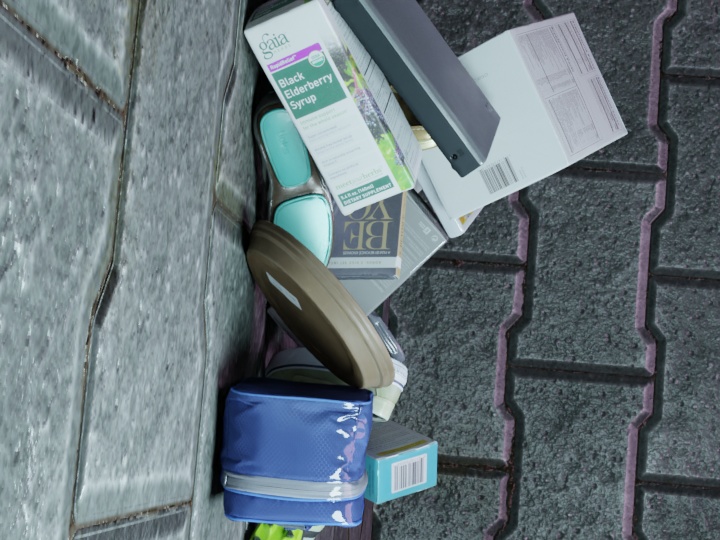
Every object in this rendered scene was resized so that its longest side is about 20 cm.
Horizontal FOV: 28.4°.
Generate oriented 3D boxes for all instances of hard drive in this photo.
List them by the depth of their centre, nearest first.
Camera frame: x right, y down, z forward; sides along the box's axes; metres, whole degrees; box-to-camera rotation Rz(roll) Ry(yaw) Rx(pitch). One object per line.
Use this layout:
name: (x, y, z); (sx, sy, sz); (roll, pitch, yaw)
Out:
hard drive: (0.055, -0.194, 1.329); (0.200, 0.033, 0.140); (52, 24, -12)

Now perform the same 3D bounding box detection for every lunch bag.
lunch bag: (-0.059, 0.175, 1.326); (0.200, 0.135, 0.134); (19, 77, -87)

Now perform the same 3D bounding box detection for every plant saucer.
plant saucer: (-0.043, 0.038, 1.342); (0.029, 0.200, 0.200); (-39, 159, -14)

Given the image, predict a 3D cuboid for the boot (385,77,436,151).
boot: (0.000, -0.205, 1.391); (0.073, 0.199, 0.157); (-38, 137, -47)

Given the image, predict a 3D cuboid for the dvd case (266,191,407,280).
dvd case: (-0.023, -0.088, 1.452); (0.016, 0.147, 0.202); (41, 52, -64)

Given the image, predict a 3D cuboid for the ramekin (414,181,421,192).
ramekin: (0.020, -0.179, 1.694); (0.094, 0.202, 0.204); (31, 52, -35)

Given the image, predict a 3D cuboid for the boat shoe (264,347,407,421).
boat shoe: (-0.036, 0.121, 1.468); (0.072, 0.199, 0.062); (35, 64, -33)

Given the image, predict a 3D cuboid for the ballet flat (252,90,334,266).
ballet flat: (-0.064, -0.085, 1.393); (0.069, 0.067, 0.201); (-106, -171, -62)

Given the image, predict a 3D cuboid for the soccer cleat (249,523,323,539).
soccer cleat: (-0.062, 0.259, 1.541); (0.200, 0.067, 0.081); (-48, 165, -34)

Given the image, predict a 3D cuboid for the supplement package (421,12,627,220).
supplement package: (0.164, -0.168, 1.524); (0.200, 0.151, 0.152); (-28, 93, -59)

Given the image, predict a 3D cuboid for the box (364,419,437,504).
box: (-0.015, 0.180, 1.481); (0.199, 0.082, 0.050); (18, -67, 49)

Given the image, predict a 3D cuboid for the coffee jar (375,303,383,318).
coffee jar: (-0.017, 0.045, 1.806); (0.105, 0.085, 0.201); (55, -29, 40)

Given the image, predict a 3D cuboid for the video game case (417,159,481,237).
video game case: (0.087, -0.159, 1.569); (0.201, 0.023, 0.182); (60, 32, -12)

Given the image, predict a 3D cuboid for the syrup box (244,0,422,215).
syrup box: (-0.022, -0.163, 1.314); (0.201, 0.078, 0.082); (61, 22, -23)

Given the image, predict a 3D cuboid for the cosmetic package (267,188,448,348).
cosmetic package: (0.000, 0.000, 1.547); (0.090, 0.200, 0.107); (49, 7, -2)

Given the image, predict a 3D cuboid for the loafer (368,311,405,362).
loafer: (-0.027, 0.037, 1.638); (0.201, 0.063, 0.072); (54, -4, -1)
